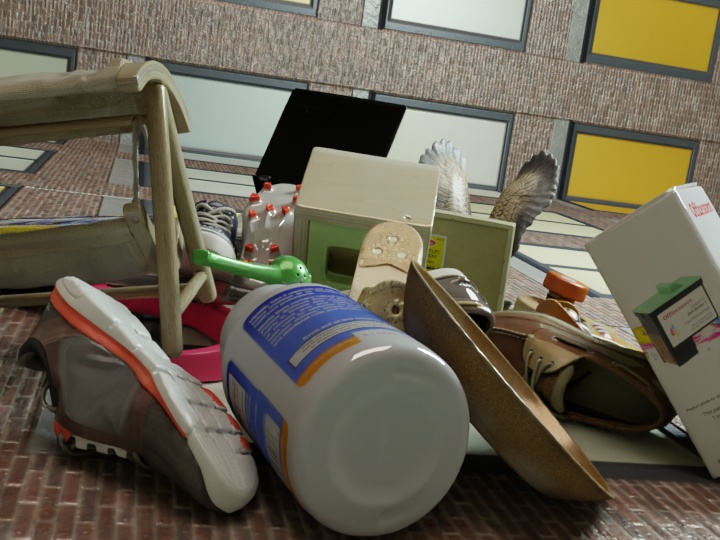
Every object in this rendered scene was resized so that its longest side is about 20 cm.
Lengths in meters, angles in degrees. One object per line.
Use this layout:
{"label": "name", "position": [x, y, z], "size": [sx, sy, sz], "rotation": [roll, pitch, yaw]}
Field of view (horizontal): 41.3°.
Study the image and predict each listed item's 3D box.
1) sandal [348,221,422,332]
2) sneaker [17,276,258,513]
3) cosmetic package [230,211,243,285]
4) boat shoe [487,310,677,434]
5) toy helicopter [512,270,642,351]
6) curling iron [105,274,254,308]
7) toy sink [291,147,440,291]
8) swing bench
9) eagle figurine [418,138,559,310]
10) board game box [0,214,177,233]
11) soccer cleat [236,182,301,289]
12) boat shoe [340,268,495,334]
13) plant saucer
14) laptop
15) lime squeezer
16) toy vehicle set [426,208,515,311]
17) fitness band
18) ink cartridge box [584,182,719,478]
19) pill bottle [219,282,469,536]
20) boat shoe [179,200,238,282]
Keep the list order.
{"label": "sandal", "position": [0.020, 0.024, 0.715], "size": [0.076, 0.070, 0.214], "rotation": [4, 45, 1]}
{"label": "sneaker", "position": [-0.140, 0.089, 0.579], "size": [0.199, 0.082, 0.077], "rotation": [40, -2, 33]}
{"label": "cosmetic package", "position": [-0.109, -0.017, 1.121], "size": [0.103, 0.072, 0.200], "rotation": [8, 11, -2]}
{"label": "boat shoe", "position": [0.167, 0.085, 0.796], "size": [0.197, 0.077, 0.074], "rotation": [12, 14, 21]}
{"label": "toy helicopter", "position": [0.239, 0.073, 0.930], "size": [0.198, 0.080, 0.132], "rotation": [27, 10, 22]}
{"label": "curling iron", "position": [-0.131, 0.023, 0.858], "size": [0.196, 0.026, 0.050], "rotation": [5, -13, -2]}
{"label": "toy sink", "position": [0.000, 0.000, 0.945], "size": [0.128, 0.202, 0.113], "rotation": [10, 40, 2]}
{"label": "swing bench", "position": [-0.222, -0.046, 0.686], "size": [0.195, 0.204, 0.130], "rotation": [-4, 18, 5]}
{"label": "eagle figurine", "position": [0.141, -0.052, 1.149], "size": [0.150, 0.204, 0.150], "rotation": [2, 12, -32]}
{"label": "board game box", "position": [-0.306, -0.023, 0.955], "size": [0.197, 0.058, 0.165], "rotation": [0, 8, 22]}
{"label": "soccer cleat", "position": [-0.091, -0.021, 0.975], "size": [0.068, 0.079, 0.201], "rotation": [3, 35, 3]}
{"label": "boat shoe", "position": [0.017, 0.055, 0.781], "size": [0.197, 0.073, 0.060], "rotation": [-16, 35, -21]}
{"label": "plant saucer", "position": [0.087, 0.080, 0.631], "size": [0.201, 0.035, 0.200], "rotation": [48, 6, -6]}
{"label": "laptop", "position": [-0.033, -0.109, 1.241], "size": [0.185, 0.203, 0.116], "rotation": [15, 41, 34]}
{"label": "lime squeezer", "position": [-0.070, 0.018, 0.735], "size": [0.069, 0.038, 0.200], "rotation": [-18, -15, -1]}
{"label": "toy vehicle set", "position": [0.065, -0.006, 1.055], "size": [0.196, 0.127, 0.026], "rotation": [11, 10, 11]}
{"label": "fitness band", "position": [-0.171, 0.050, 0.828], "size": [0.142, 0.038, 0.199], "rotation": [4, 12, -35]}
{"label": "ink cartridge box", "position": [0.274, 0.039, 0.759], "size": [0.083, 0.202, 0.144], "rotation": [-31, -9, 26]}
{"label": "pill bottle", "position": [-0.024, 0.072, 0.602], "size": [0.110, 0.114, 0.200], "rotation": [3, 12, -24]}
{"label": "boat shoe", "position": [-0.149, -0.032, 0.904], "size": [0.073, 0.094, 0.200], "rotation": [14, -17, -11]}
